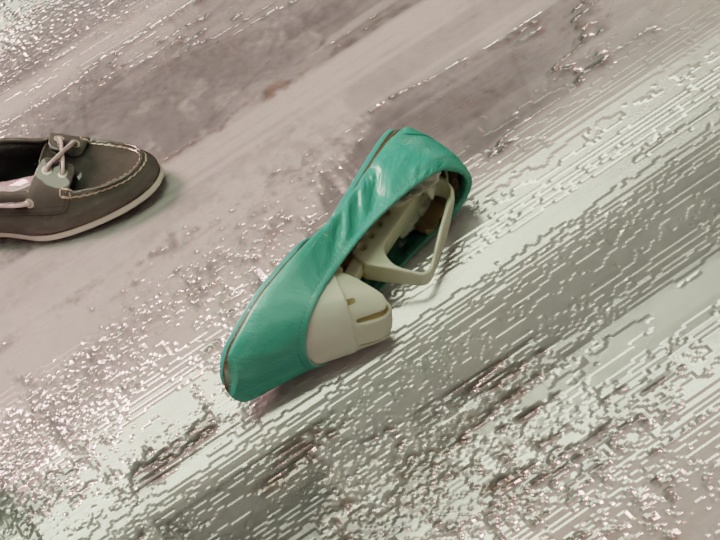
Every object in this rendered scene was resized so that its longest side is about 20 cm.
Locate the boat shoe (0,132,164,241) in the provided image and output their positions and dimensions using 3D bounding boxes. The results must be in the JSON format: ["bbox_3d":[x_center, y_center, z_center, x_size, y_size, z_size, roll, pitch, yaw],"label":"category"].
[{"bbox_3d":[-0.225,-0.058,1.488,0.198,0.057,0.067,-8,41,22],"label":"boat shoe"}]

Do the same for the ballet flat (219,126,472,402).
[{"bbox_3d":[0.000,0.000,1.290,0.070,0.068,0.201,21,59,27],"label":"ballet flat"}]
